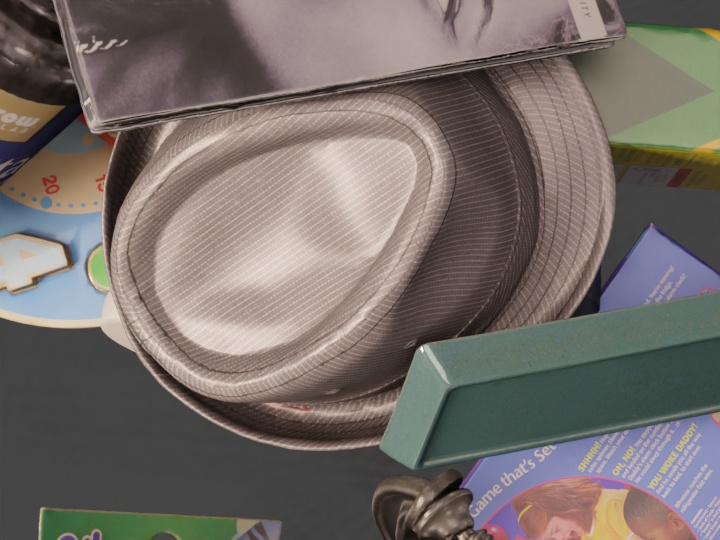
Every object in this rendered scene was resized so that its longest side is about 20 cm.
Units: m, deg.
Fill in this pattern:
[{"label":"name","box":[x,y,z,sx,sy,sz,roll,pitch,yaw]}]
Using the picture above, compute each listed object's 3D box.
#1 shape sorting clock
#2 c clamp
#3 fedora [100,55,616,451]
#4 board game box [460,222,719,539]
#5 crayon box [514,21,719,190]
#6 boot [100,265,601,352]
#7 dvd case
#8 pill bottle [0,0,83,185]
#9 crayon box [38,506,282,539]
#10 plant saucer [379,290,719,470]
[{"label":"shape sorting clock","box":[-0.119,-0.076,1.135,0.200,0.039,0.200,0,85,2]},{"label":"c clamp","box":[0.076,0.136,0.998,0.200,0.171,0.027,41,75,20]},{"label":"fedora","box":[-0.014,-0.020,0.997,0.200,0.090,0.177,-26,89,17]},{"label":"board game box","box":[0.113,0.101,1.111,0.134,0.045,0.200,36,88,4]},{"label":"crayon box","box":[0.159,-0.060,1.082,0.200,0.127,0.051,5,86,1]},{"label":"boot","box":[0.000,0.000,1.100,0.200,0.073,0.090,7,70,10]},{"label":"dvd case","box":[-0.018,-0.132,0.960,0.200,0.016,0.149,-11,72,-23]},{"label":"pill bottle","box":[-0.151,-0.092,1.030,0.200,0.112,0.112,-37,84,36]},{"label":"crayon box","box":[-0.069,0.196,1.072,0.126,0.052,0.200,7,84,-41]},{"label":"plant saucer","box":[0.108,0.037,1.026,0.200,0.070,0.019,-10,57,-22]}]
